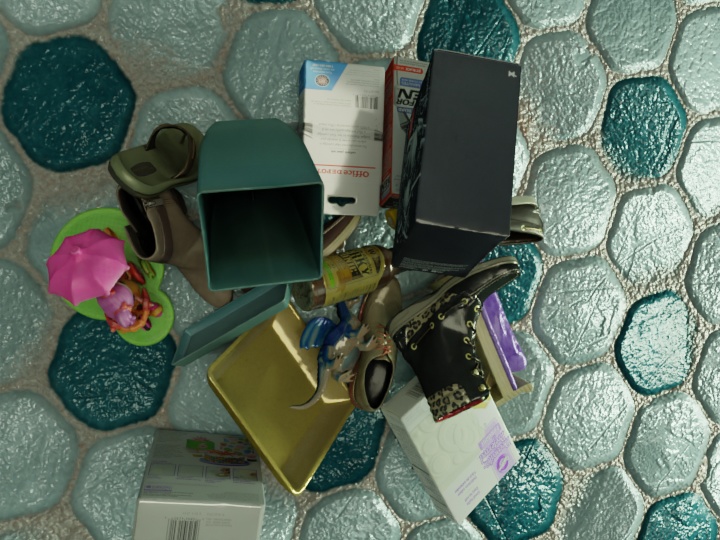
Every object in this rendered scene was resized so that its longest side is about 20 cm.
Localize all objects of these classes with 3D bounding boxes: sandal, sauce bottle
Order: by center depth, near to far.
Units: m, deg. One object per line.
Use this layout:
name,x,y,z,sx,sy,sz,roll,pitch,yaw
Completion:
sandal,-0.234,-0.145,0.783,0.079,0.202,0.058,37,115,-9
sauce bottle,0.000,0.000,0.866,0.197,0.064,0.066,-18,99,-34

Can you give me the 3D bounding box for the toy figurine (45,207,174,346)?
toy figurine,-0.310,0.020,0.777,0.149,0.184,0.202,-32,101,-8

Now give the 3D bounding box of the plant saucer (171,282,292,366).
plant saucer,-0.166,0.065,0.829,0.198,0.071,0.019,-30,121,23

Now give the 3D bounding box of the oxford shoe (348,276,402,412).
oxford shoe,0.034,0.105,0.913,0.069,0.075,0.204,8,85,-15

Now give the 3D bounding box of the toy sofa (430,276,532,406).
toy sofa,0.194,0.089,0.950,0.096,0.083,0.203,-26,99,-9

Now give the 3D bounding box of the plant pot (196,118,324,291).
plant pot,-0.131,-0.102,0.795,0.138,0.202,0.143,-6,133,-12

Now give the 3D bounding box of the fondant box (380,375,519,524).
fondant box,0.134,0.236,0.915,0.144,0.058,0.202,-37,112,-23

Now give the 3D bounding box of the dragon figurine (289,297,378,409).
dragon figurine,-0.044,0.103,0.877,0.201,0.099,0.059,-54,136,-15

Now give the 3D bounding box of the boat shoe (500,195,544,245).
boat shoe,0.166,-0.058,0.871,0.197,0.072,0.062,-10,70,-19

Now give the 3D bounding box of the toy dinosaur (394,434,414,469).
toy dinosaur,0.106,0.236,0.965,0.100,0.058,0.204,-14,101,-27

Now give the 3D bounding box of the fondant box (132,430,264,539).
fondant box,-0.201,0.272,0.803,0.141,0.200,0.060,8,97,-13

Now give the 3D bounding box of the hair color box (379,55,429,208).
hair color box,0.088,-0.188,0.889,0.109,0.064,0.204,4,78,-14

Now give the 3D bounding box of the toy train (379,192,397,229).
toy train,0.118,-0.097,0.938,0.197,0.056,0.153,23,72,-8

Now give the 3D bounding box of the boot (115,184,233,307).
boot,-0.238,-0.031,0.804,0.069,0.146,0.202,-28,95,9

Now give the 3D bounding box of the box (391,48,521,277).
box,0.107,-0.116,0.744,0.102,0.182,0.204,8,75,-4

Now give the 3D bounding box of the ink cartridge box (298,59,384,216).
ink cartridge box,-0.030,-0.180,0.886,0.114,0.068,0.205,1,93,-13

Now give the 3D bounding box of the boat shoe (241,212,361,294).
boat shoe,-0.089,-0.034,0.884,0.199,0.072,0.072,-38,100,-2

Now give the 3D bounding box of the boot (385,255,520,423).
boot,0.145,0.090,0.830,0.202,0.073,0.156,-32,64,15

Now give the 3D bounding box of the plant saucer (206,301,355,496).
plant saucer,-0.110,0.166,0.858,0.048,0.200,0.202,-26,103,32
